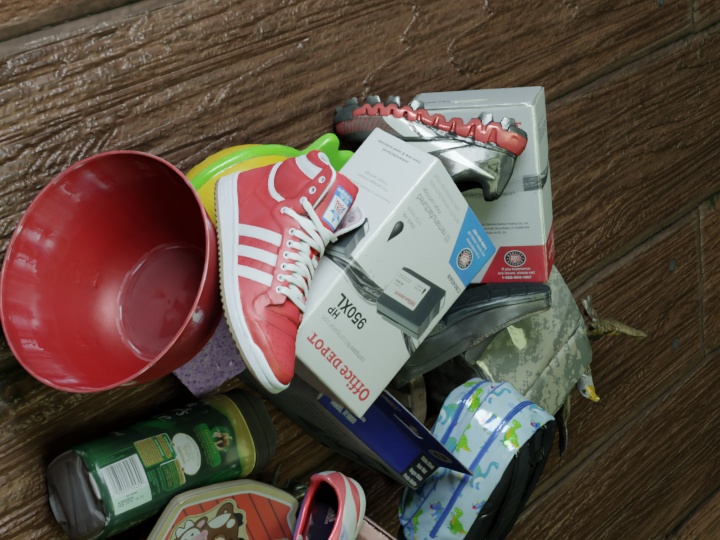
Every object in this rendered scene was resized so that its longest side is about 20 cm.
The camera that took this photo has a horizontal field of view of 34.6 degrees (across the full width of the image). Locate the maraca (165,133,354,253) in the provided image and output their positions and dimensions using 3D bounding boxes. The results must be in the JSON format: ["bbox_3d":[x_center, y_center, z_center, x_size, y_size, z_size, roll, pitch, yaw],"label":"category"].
[{"bbox_3d":[-0.090,-0.061,1.070,0.199,0.107,0.138,-20,141,-28],"label":"maraca"}]

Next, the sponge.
[{"bbox_3d":[-0.092,0.035,1.059,0.200,0.030,0.112,-33,147,-4],"label":"sponge"}]

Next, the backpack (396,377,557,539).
[{"bbox_3d":[0.126,0.214,1.233,0.163,0.154,0.200,-19,153,-46],"label":"backpack"}]

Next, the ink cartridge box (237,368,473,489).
[{"bbox_3d":[-0.013,0.148,1.147,0.200,0.199,0.041,47,68,-41],"label":"ink cartridge box"}]

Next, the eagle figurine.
[{"bbox_3d":[0.259,0.136,1.500,0.151,0.151,0.200,33,110,-6],"label":"eagle figurine"}]

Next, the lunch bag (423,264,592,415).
[{"bbox_3d":[0.166,0.083,1.356,0.200,0.139,0.168,-44,129,-30],"label":"lunch bag"}]

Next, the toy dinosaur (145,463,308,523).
[{"bbox_3d":[-0.134,0.254,1.137,0.199,0.102,0.077,3,111,-37],"label":"toy dinosaur"}]

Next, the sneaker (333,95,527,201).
[{"bbox_3d":[0.063,-0.118,1.168,0.071,0.199,0.098,26,77,-80],"label":"sneaker"}]

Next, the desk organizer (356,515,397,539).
[{"bbox_3d":[-0.007,0.311,1.210,0.077,0.072,0.200,-53,173,-17],"label":"desk organizer"}]

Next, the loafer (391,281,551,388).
[{"bbox_3d":[0.112,0.065,1.234,0.073,0.199,0.073,-73,145,-78],"label":"loafer"}]

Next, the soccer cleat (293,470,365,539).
[{"bbox_3d":[-0.044,0.285,1.071,0.073,0.068,0.201,46,53,-61],"label":"soccer cleat"}]

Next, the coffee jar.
[{"bbox_3d":[-0.176,0.174,1.053,0.199,0.104,0.086,-16,78,-43],"label":"coffee jar"}]

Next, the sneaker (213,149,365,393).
[{"bbox_3d":[-0.047,-0.009,0.892,0.071,0.112,0.201,53,21,-55],"label":"sneaker"}]

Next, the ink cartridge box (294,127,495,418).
[{"bbox_3d":[0.006,0.005,0.996,0.200,0.084,0.145,-50,139,-9],"label":"ink cartridge box"}]

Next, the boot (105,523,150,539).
[{"bbox_3d":[-0.228,0.345,1.066,0.200,0.076,0.156,-45,130,-31],"label":"boot"}]

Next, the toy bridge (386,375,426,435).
[{"bbox_3d":[0.043,0.134,1.296,0.027,0.067,0.201,-21,115,-40],"label":"toy bridge"}]

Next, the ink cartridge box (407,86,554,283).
[{"bbox_3d":[0.131,-0.093,1.259,0.084,0.144,0.201,-57,143,-62],"label":"ink cartridge box"}]

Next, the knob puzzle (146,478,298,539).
[{"bbox_3d":[-0.129,0.275,1.051,0.219,0.030,0.221,-22,126,-33],"label":"knob puzzle"}]

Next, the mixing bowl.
[{"bbox_3d":[-0.186,0.014,0.957,0.108,0.199,0.201,37,74,-60],"label":"mixing bowl"}]
